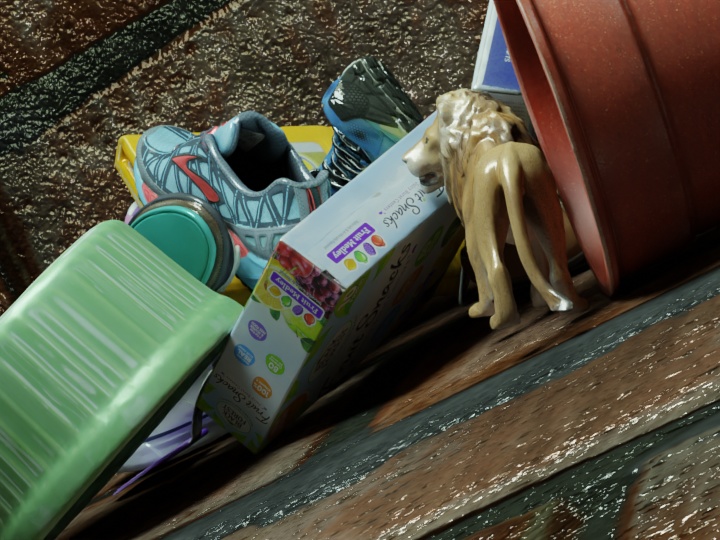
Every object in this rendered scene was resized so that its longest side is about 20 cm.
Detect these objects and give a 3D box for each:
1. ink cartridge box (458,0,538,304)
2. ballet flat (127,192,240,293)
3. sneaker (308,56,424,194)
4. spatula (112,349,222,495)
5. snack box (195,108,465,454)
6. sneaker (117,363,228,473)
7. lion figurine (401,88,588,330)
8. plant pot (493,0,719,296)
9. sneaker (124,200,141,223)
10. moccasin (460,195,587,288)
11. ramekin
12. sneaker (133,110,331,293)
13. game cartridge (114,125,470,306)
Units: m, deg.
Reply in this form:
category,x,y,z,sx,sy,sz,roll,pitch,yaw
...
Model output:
category,x,y,z,sx,sy,sz,roll,pitch,yaw
ink cartridge box,0.098,-0.112,1.715,0.043,0.200,0.197,7,50,7
ballet flat,-0.117,0.001,1.650,0.073,0.073,0.200,-31,-9,-40
sneaker,0.008,-0.061,1.686,0.090,0.079,0.200,-35,-23,0
spatula,-0.089,0.071,1.635,0.200,0.021,0.056,-54,-10,30
snack box,0.000,0.000,1.552,0.200,0.053,0.143,-40,-17,-48
sneaker,-0.099,0.069,1.712,0.199,0.071,0.073,-25,5,33
lion figurine,0.078,-0.037,1.424,0.072,0.123,0.200,-9,3,-11
plant pot,0.185,-0.114,1.405,0.194,0.202,0.201,-20,4,0
sneaker,-0.063,-0.010,1.840,0.199,0.081,0.088,18,-21,-30
moccasin,0.133,-0.049,1.584,0.201,0.078,0.074,-31,3,43
ramekin,-0.164,0.066,1.539,0.200,0.098,0.200,-48,-1,-1
sneaker,-0.072,-0.061,1.695,0.079,0.096,0.200,-16,33,-34
game cartridge,-0.041,-0.038,1.800,0.199,0.033,0.176,-6,38,-26
